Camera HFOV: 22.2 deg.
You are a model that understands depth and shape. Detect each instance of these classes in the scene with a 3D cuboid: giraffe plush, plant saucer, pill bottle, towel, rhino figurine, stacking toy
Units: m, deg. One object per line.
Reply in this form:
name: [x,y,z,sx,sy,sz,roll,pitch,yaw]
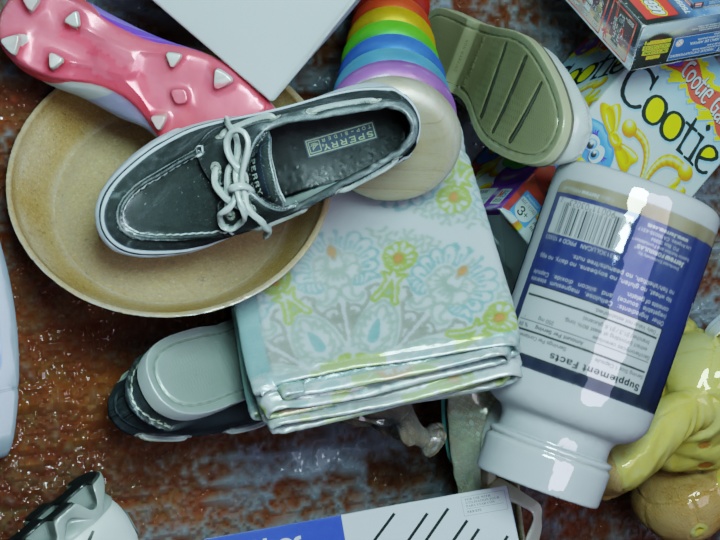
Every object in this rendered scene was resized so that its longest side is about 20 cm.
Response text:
giraffe plush: [0.226,0.117,1.281,0.199,0.173,0.163,-26,124,6]
plant saucer: [-0.116,-0.049,1.132,0.199,0.036,0.201,1,58,-1]
pill bottle: [0.143,0.042,1.155,0.111,0.111,0.201,20,89,-25]
towel: [0.000,0.000,1.147,0.170,0.048,0.201,-11,56,-4]
rhino figurine: [0.012,0.022,1.202,0.087,0.060,0.201,29,48,-36]
stacking toy: [0.022,-0.133,1.177,0.085,0.085,0.201,35,31,-22]

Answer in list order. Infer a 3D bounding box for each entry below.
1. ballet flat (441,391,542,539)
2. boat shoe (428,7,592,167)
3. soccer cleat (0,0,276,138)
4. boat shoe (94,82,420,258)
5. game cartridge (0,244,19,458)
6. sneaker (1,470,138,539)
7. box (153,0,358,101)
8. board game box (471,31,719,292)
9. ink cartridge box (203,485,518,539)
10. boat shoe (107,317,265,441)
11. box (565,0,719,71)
ballet flat: [0.095,0.136,1.234,0.067,0.062,0.201,-33,128,-46]
boat shoe: [0.105,-0.119,1.201,0.068,0.200,0.075,16,110,-30]
soccer cleat: [-0.128,-0.113,1.116,0.199,0.076,0.067,27,95,-2]
boat shoe: [-0.060,-0.054,1.049,0.198,0.068,0.074,-14,99,2]
game cartridge: [-0.275,0.024,1.098,0.132,0.041,0.201,-12,95,-22]
sneaker: [-0.210,0.216,1.106,0.200,0.074,0.089,-38,103,-21]
box: [-0.084,-0.218,1.106,0.200,0.098,0.125,40,29,-5]
board game box: [0.163,-0.073,1.278,0.200,0.103,0.105,-48,109,-19]
ink cartridge box: [0.005,0.203,1.167,0.199,0.044,0.095,-10,61,-2]
boat shoe: [-0.075,0.065,1.181,0.199,0.060,0.076,-2,67,-44]
box: [0.190,-0.219,1.257,0.136,0.200,0.040,-11,137,-26]
